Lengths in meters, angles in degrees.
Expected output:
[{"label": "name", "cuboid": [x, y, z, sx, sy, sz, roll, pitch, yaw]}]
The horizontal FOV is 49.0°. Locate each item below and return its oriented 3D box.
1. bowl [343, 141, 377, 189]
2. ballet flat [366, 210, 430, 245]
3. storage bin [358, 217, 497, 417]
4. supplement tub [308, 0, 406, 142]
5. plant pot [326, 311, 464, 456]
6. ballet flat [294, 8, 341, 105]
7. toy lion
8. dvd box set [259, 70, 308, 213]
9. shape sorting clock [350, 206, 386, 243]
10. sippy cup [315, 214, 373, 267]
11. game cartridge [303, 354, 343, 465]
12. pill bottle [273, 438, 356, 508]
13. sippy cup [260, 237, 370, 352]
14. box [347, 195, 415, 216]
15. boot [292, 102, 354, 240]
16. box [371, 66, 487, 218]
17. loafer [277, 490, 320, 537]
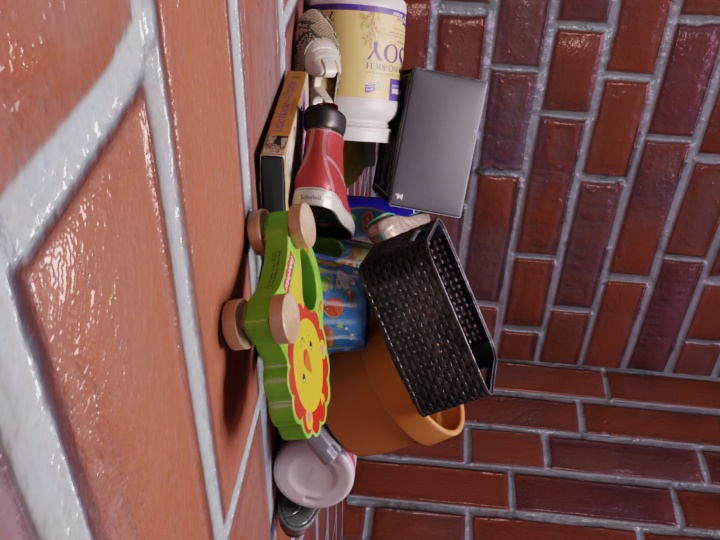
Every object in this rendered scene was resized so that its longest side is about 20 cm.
[{"label": "bowl", "cuboid": [-0.025, -0.217, 1.309, 0.200, 0.105, 0.205, 4, 90, -87]}, {"label": "ballet flat", "cuboid": [0.064, -0.045, 1.146, 0.068, 0.068, 0.199, 59, 24, 8]}, {"label": "storage bin", "cuboid": [0.086, 0.055, 0.960, 0.203, 0.092, 0.135, 65, 19, -11]}, {"label": "supplement tub", "cuboid": [-0.010, -0.292, 1.146, 0.145, 0.142, 0.204, -68, 161, -80]}, {"label": "plant pot", "cuboid": [0.031, 0.158, 1.067, 0.201, 0.139, 0.201, 49, 21, -26]}, {"label": "ballet flat", "cuboid": [-0.053, -0.237, 1.047, 0.075, 0.067, 0.204, -135, -134, -60]}, {"label": "toy lion", "cuboid": [-0.069, 0.062, 0.820, 0.193, 0.067, 0.202, 69, 20, -44]}, {"label": "dvd box set", "cuboid": [-0.088, -0.127, 0.948, 0.202, 0.029, 0.148, -83, 177, -50]}, {"label": "shape sorting clock", "cuboid": [0.000, 0.000, 1.252, 0.039, 0.196, 0.204, 0, 95, -75]}, {"label": "sippy cup", "cuboid": [-0.031, 0.009, 1.171, 0.178, 0.128, 0.142, 86, 9, -67]}, {"label": "game cartridge", "cuboid": [-0.056, 0.173, 1.113, 0.041, 0.133, 0.200, -43, -179, 20]}, {"label": "pill bottle", "cuboid": [-0.059, 0.249, 1.202, 0.201, 0.117, 0.122, -78, 172, -65]}, {"label": "sippy cup", "cuboid": [-0.052, 0.044, 0.966, 0.140, 0.127, 0.182, 66, 28, -84]}, {"label": "box", "cuboid": [0.003, -0.028, 1.403, 0.105, 0.180, 0.204, -11, 105, -85]}, {"label": "boot", "cuboid": [-0.040, -0.122, 0.983, 0.200, 0.071, 0.147, 76, 19, -77]}, {"label": "box", "cuboid": [0.102, -0.200, 1.227, 0.199, 0.121, 0.204, -113, -148, -77]}, {"label": "loafer", "cuboid": [-0.090, 0.338, 1.233, 0.201, 0.070, 0.064, -85, -175, -56]}]
